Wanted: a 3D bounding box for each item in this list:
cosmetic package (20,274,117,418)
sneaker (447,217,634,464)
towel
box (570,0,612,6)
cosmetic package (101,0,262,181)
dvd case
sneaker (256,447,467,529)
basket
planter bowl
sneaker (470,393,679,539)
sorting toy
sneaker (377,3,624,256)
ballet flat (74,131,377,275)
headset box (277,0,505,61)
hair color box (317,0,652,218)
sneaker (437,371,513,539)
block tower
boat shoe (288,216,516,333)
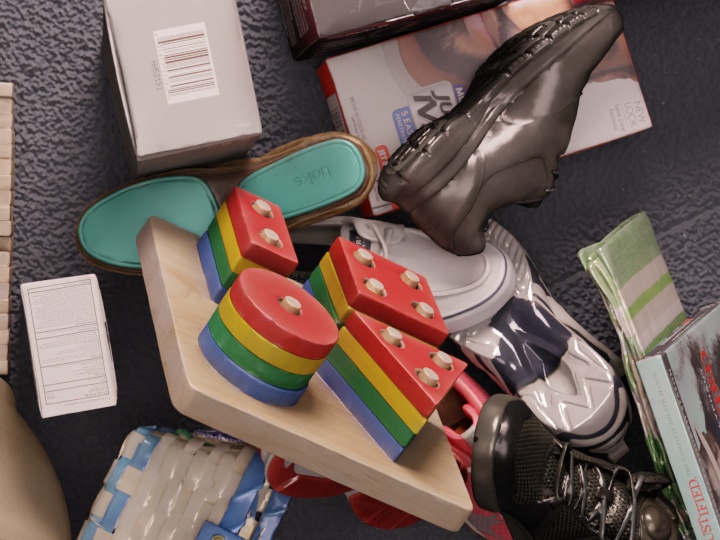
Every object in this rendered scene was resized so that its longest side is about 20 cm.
[{"bbox_3d":[-0.185,0.046,1.581,0.050,0.200,0.083,-7,91,-7],"label":"cosmetic package"},{"bbox_3d":[0.119,0.055,1.683,0.079,0.130,0.199,-44,57,-4],"label":"sneaker"},{"bbox_3d":[0.202,0.067,1.660,0.023,0.152,0.201,-20,93,22],"label":"towel"},{"bbox_3d":[0.235,-0.242,1.649,0.199,0.103,0.095,-11,87,-26],"label":"box"},{"bbox_3d":[-0.116,-0.119,1.590,0.090,0.200,0.107,-13,87,-9],"label":"cosmetic package"},{"bbox_3d":[0.234,0.107,1.638,0.022,0.200,0.147,-18,92,22],"label":"dvd case"},{"bbox_3d":[-0.012,0.091,1.590,0.078,0.200,0.116,-40,58,14],"label":"sneaker"},{"bbox_3d":[-0.072,0.180,1.607,0.199,0.176,0.140,28,84,5],"label":"basket"},{"bbox_3d":[-0.279,0.139,1.589,0.199,0.200,0.135,1,64,-7],"label":"planter bowl"},{"bbox_3d":[0.137,0.136,1.558,0.114,0.200,0.077,5,64,24],"label":"sneaker"},{"bbox_3d":[-0.023,0.041,1.501,0.199,0.199,0.070,26,112,-25],"label":"sorting toy"},{"bbox_3d":[0.103,-0.092,1.619,0.200,0.076,0.091,-44,104,-8],"label":"sneaker"},{"bbox_3d":[-0.082,-0.041,1.605,0.199,0.072,0.068,-19,85,6],"label":"ballet flat"},{"bbox_3d":[0.026,-0.195,1.606,0.148,0.200,0.075,-15,92,-6],"label":"headset box"},{"bbox_3d":[0.083,-0.117,1.682,0.199,0.064,0.111,-18,91,-8],"label":"hair color box"},{"bbox_3d":[0.076,0.124,1.668,0.074,0.087,0.200,-45,95,-4],"label":"sneaker"},{"bbox_3d":[-0.256,-0.024,1.646,0.054,0.058,0.201,2,92,-7],"label":"block tower"},{"bbox_3d":[0.000,0.000,1.636,0.199,0.065,0.074,-3,62,12],"label":"boat shoe"}]
